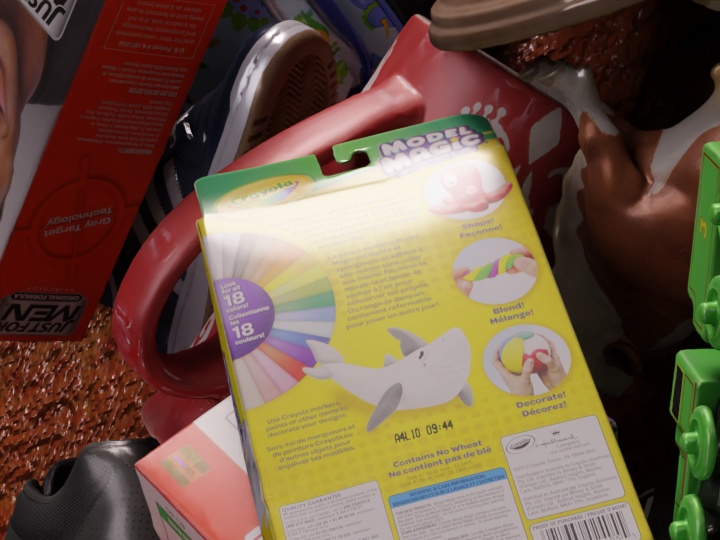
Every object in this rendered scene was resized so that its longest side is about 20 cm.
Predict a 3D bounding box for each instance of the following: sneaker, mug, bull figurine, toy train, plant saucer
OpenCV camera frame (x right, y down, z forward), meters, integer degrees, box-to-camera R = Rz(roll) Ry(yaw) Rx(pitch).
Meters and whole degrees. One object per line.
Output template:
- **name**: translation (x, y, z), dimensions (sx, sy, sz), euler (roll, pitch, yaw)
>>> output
- **sneaker**: translation (-0.080, -0.044, 0.925), dimensions (0.108, 0.070, 0.201), euler (37, 136, 19)
- **sneaker**: translation (-0.116, 0.124, 0.887), dimensions (0.200, 0.074, 0.085), euler (-31, 67, 49)
- **mug**: translation (0.010, 0.006, 0.863), dimensions (0.133, 0.177, 0.201), euler (35, 97, 19)
- **bull figurine**: translation (0.123, -0.037, 0.778), dimensions (0.199, 0.122, 0.065), euler (-29, 10, 24)
- **toy train**: translation (0.114, 0.056, 0.661), dimensions (0.056, 0.041, 0.201), euler (-110, 23, -71)
- **plant saucer**: translation (0.113, -0.134, 0.796), dimensions (0.200, 0.200, 0.030), euler (-9, 109, 50)

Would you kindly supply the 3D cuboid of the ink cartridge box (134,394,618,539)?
- **ink cartridge box**: translation (-0.018, 0.092, 0.745), dimensions (0.200, 0.051, 0.109), euler (-34, 52, -21)

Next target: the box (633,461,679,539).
- **box**: translation (0.151, 0.127, 0.707), dimensions (0.200, 0.048, 0.159), euler (-34, 47, 39)

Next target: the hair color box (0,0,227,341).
- **hair color box**: translation (-0.126, -0.079, 0.885), dimensions (0.102, 0.061, 0.201), euler (45, 121, 38)

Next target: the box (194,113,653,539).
- **box**: translation (0.014, 0.035, 0.725), dimensions (0.117, 0.048, 0.201), euler (-13, 52, -4)

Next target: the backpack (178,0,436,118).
- **backpack**: translation (-0.065, -0.135, 0.997), dimensions (0.200, 0.183, 0.147), euler (-23, 19, 50)
